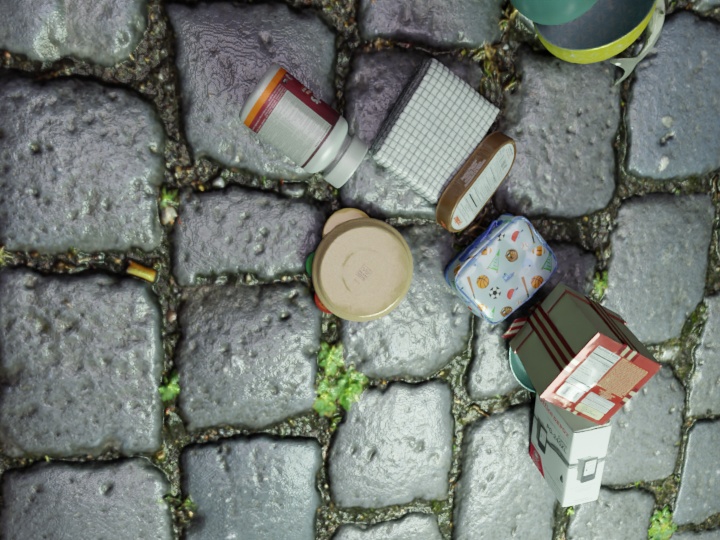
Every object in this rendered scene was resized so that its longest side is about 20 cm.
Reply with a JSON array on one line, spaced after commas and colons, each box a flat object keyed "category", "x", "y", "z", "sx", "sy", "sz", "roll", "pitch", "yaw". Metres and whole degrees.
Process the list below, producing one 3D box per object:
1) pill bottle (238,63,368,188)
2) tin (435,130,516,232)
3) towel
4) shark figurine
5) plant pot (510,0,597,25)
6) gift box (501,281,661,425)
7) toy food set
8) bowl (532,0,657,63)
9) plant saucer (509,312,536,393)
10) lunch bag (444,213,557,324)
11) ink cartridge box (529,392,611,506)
[{"category": "pill bottle", "x": -0.091, "y": -0.233, "z": 0.847, "sx": 0.199, "sy": 0.110, "sz": 0.110, "roll": 35, "pitch": 92, "yaw": -17}, {"category": "tin", "x": 0.212, "y": -0.159, "z": 0.933, "sx": 0.201, "sy": 0.042, "sz": 0.112, "roll": -53, "pitch": 147, "yaw": 2}, {"category": "towel", "x": 0.124, "y": -0.242, "z": 0.907, "sx": 0.165, "sy": 0.086, "sz": 0.201, "roll": 29, "pitch": 99, "yaw": -24}, {"category": "shark figurine", "x": 0.531, "y": -0.470, "z": 0.958, "sx": 0.127, "sy": 0.089, "sz": 0.217, "roll": -2, "pitch": 95, "yaw": 22}, {"category": "plant pot", "x": 0.313, "y": -0.495, "z": 0.812, "sx": 0.199, "sy": 0.161, "sz": 0.203, "roll": -6, "pitch": 72, "yaw": 20}, {"category": "gift box", "x": 0.393, "y": 0.155, "z": 0.964, "sx": 0.184, "sy": 0.187, "sz": 0.200, "roll": 30, "pitch": 113, "yaw": -18}, {"category": "toy food set", "x": 0.000, "y": 0.000, "z": 0.948, "sx": 0.199, "sy": 0.049, "sz": 0.199, "roll": 24, "pitch": 96, "yaw": -16}, {"category": "bowl", "x": 0.412, "y": -0.442, "z": 0.905, "sx": 0.201, "sy": 0.200, "sz": 0.108, "roll": -54, "pitch": 148, "yaw": 2}, {"category": "plant saucer", "x": 0.395, "y": 0.158, "z": 1.074, "sx": 0.198, "sy": 0.036, "sz": 0.202, "roll": -3, "pitch": 103, "yaw": -12}, {"category": "lunch bag", "x": 0.271, "y": -0.009, "z": 0.994, "sx": 0.200, "sy": 0.076, "sz": 0.160, "roll": -44, "pitch": 104, "yaw": 0}, {"category": "ink cartridge box", "x": 0.418, "y": 0.344, "z": 1.040, "sx": 0.082, "sy": 0.145, "sz": 0.202, "roll": -8, "pitch": 116, "yaw": -8}]
